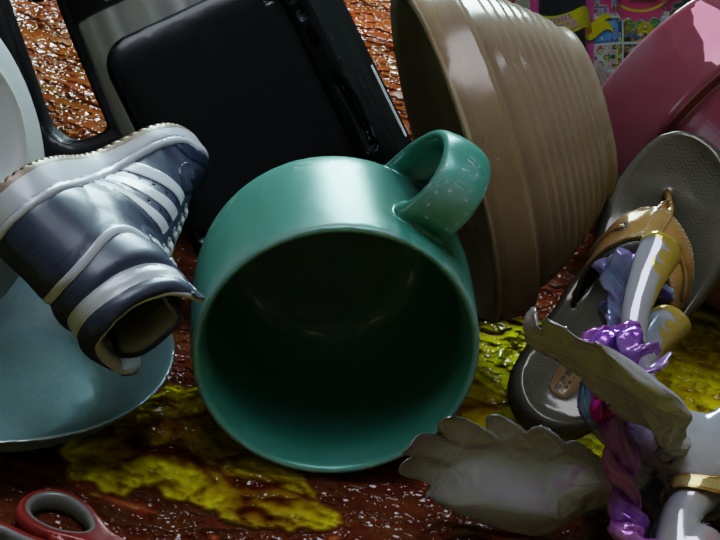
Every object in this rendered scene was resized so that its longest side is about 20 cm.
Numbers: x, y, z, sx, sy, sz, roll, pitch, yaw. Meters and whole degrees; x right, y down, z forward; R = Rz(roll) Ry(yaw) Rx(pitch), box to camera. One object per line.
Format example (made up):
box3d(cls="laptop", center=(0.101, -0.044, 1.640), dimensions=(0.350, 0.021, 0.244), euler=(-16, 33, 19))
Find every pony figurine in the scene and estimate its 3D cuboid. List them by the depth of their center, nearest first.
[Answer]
box3d(cls="pony figurine", center=(0.144, 0.079, 1.230), dimensions=(0.193, 0.167, 0.200), euler=(33, 49, -8))

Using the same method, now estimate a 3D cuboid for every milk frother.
box3d(cls="milk frother", center=(-0.136, -0.155, 1.535), dimensions=(0.180, 0.189, 0.200), euler=(-20, 3, 21))

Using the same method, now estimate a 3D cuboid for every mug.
box3d(cls="mug", center=(-0.001, 0.010, 1.284), dimensions=(0.184, 0.153, 0.115), euler=(-20, 28, 7))

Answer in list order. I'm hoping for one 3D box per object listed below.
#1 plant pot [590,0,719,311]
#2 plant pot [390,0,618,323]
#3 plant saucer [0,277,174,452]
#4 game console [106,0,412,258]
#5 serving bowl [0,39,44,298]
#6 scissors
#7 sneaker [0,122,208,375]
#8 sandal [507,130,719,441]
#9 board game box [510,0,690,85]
box3d(cls="plant pot", center=(0.251, -0.050, 1.453), dimensions=(0.199, 0.201, 0.179), euler=(-18, 55, -38))
box3d(cls="plant pot", center=(0.088, -0.077, 1.360), dimensions=(0.092, 0.202, 0.201), euler=(-15, 34, -6))
box3d(cls="plant saucer", center=(-0.202, 0.049, 1.292), dimensions=(0.200, 0.039, 0.201), euler=(6, 30, -4))
box3d(cls="game console", center=(-0.043, -0.073, 1.432), dimensions=(0.116, 0.201, 0.176), euler=(-25, 4, 12))
box3d(cls="serving bowl", center=(-0.225, -0.068, 1.244), dimensions=(0.066, 0.201, 0.200), euler=(-13, 20, 28))
box3d(cls="scissors", center=(-0.096, 0.155, 1.171), dimensions=(0.199, 0.014, 0.073), euler=(19, 29, 15))
box3d(cls="sneaker", center=(-0.115, -0.012, 1.257), dimensions=(0.109, 0.070, 0.200), euler=(47, 25, 9))
box3d(cls="sandal", center=(0.149, 0.005, 1.343), dimensions=(0.082, 0.055, 0.200), euler=(34, 75, 14))
box3d(cls="board game box", center=(0.166, -0.189, 1.628), dimensions=(0.147, 0.201, 0.064), euler=(-4, 8, -21))
